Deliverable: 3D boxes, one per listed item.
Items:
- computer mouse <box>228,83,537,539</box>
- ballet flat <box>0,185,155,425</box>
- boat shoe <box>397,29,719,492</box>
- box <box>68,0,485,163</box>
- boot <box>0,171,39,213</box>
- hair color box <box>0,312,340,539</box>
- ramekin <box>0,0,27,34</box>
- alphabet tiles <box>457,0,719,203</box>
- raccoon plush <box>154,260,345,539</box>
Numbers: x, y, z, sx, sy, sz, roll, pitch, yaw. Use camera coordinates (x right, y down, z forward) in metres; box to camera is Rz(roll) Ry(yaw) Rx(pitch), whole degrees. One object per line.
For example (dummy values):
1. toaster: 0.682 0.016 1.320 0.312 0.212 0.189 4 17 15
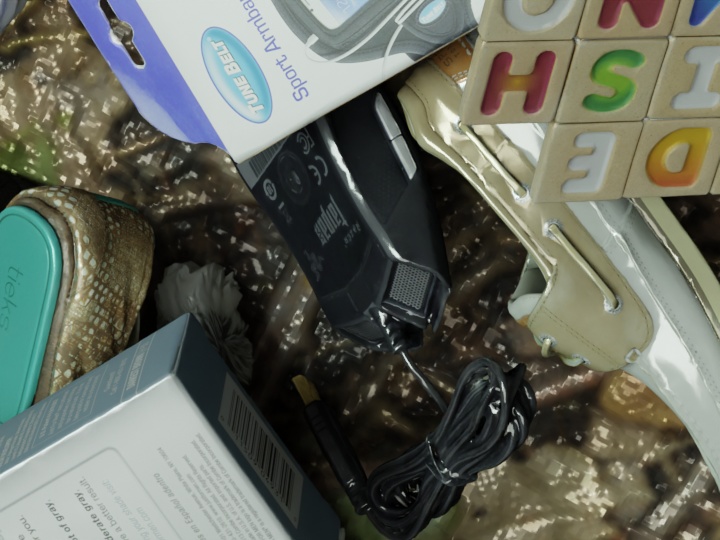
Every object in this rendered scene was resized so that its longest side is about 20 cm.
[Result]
1. computer mouse: 0.000 0.000 1.030 0.200 0.046 0.140 57 149 18
2. ballet flat: -0.118 0.060 1.031 0.070 0.065 0.200 40 122 33
3. boat shoe: 0.084 0.001 0.987 0.068 0.075 0.200 -30 94 -1
4. box: -0.007 -0.123 0.928 0.200 0.041 0.119 -27 98 28
5. boot: -0.206 0.020 1.087 0.200 0.073 0.151 18 110 4
6. hair color box: -0.117 0.111 0.979 0.200 0.061 0.099 -31 107 13
7. ramekin: -0.199 -0.139 0.971 0.200 0.200 0.105 9 118 13
8. alphabet tiles: 0.134 -0.091 0.904 0.200 0.008 0.167 -3 131 -21
9. raccoon plush: -0.080 0.108 1.090 0.134 0.097 0.200 -17 72 33
